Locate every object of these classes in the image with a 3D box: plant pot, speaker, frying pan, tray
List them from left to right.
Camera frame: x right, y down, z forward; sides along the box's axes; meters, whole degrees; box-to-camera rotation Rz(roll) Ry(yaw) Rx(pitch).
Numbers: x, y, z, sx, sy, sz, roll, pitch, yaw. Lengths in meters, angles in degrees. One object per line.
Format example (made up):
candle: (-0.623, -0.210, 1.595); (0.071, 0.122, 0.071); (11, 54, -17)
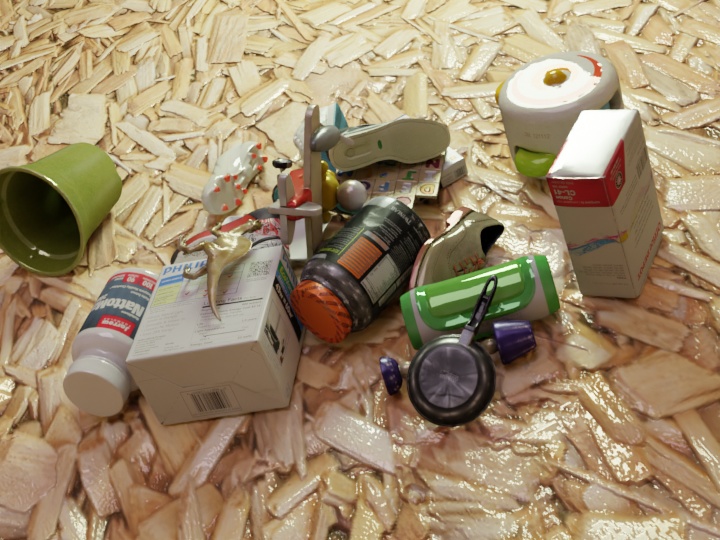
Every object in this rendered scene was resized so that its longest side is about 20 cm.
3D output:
plant pot: (-0.509, -0.123, 2.013); (0.198, 0.202, 0.185); (-1, 29, 25)
tray: (-0.146, -0.046, 1.853); (0.198, 0.022, 0.108); (1, 43, 27)
frying pan: (0.136, 0.107, 1.450); (0.190, 0.031, 0.115); (-46, 68, 1)
speaker: (0.156, 0.042, 1.538); (0.198, 0.089, 0.089); (-16, 36, 7)

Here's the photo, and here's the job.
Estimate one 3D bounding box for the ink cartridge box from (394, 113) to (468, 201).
ink cartridge box: (0.084, -0.185, 1.902); (0.094, 0.037, 0.200); (-30, 40, -11)

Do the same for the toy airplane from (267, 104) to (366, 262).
toy airplane: (-0.060, -0.107, 1.684); (0.139, 0.201, 0.201); (0, 61, -1)

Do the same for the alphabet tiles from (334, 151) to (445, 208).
alphabet tiles: (0.045, -0.158, 1.822); (0.164, 0.006, 0.201); (4, 42, 9)

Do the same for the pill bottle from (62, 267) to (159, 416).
pill bottle: (-0.343, 0.103, 1.682); (0.118, 0.120, 0.201); (-5, 40, 21)

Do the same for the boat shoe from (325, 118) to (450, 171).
boat shoe: (0.041, -0.201, 1.816); (0.198, 0.073, 0.068); (-9, 20, -13)

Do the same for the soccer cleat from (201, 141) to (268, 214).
soccer cleat: (-0.226, -0.154, 1.998); (0.077, 0.070, 0.201); (-5, 32, 28)

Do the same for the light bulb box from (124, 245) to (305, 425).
light bulb box: (-0.190, 0.087, 1.620); (0.196, 0.126, 0.201); (-9, 37, 16)

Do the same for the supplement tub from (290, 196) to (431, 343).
supplement tub: (0.000, 0.000, 1.637); (0.122, 0.123, 0.200); (17, 50, 40)

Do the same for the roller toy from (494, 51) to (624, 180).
roller toy: (0.303, -0.240, 1.772); (0.180, 0.141, 0.201); (-16, 36, 6)

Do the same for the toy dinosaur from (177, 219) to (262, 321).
toy dinosaur: (-0.198, -0.019, 1.604); (0.100, 0.059, 0.201); (-1, 40, 22)

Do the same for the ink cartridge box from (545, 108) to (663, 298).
ink cartridge box: (0.320, -0.085, 1.518); (0.085, 0.201, 0.148); (4, 43, 31)

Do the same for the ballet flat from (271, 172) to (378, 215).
ballet flat: (-0.041, -0.122, 1.861); (0.198, 0.069, 0.075); (0, 9, 17)

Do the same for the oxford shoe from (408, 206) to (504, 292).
oxford shoe: (0.133, -0.017, 1.638); (0.074, 0.071, 0.201); (14, 50, 30)

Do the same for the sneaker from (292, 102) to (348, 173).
sneaker: (-0.071, -0.206, 1.982); (0.080, 0.077, 0.201); (-18, 30, 19)

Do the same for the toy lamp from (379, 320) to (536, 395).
toy lamp: (0.124, 0.108, 1.495); (0.198, 0.059, 0.058); (-18, 36, 6)

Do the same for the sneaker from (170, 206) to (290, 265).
sneaker: (-0.196, -0.010, 1.784); (0.200, 0.067, 0.109); (-24, 62, 15)
